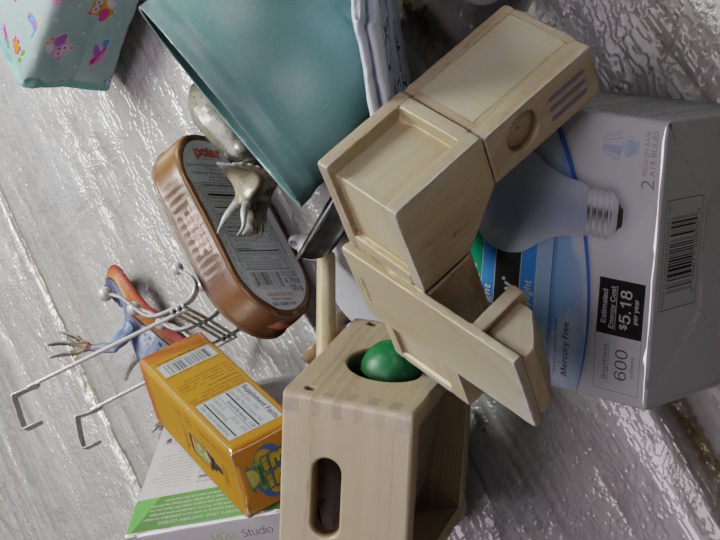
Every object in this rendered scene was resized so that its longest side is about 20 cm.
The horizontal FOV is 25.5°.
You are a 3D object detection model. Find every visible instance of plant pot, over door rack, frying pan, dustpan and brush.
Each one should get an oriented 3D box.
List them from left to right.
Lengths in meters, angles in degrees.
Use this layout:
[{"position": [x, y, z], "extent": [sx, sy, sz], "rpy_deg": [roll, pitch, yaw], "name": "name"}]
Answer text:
[{"position": [-0.211, 0.071, 1.428], "extent": [0.200, 0.148, 0.067], "rpy_deg": [-37, 70, 4], "name": "over door rack"}, {"position": [-0.060, -0.170, 1.249], "extent": [0.134, 0.200, 0.200], "rpy_deg": [-40, 62, -3], "name": "plant pot"}, {"position": [-0.009, -0.070, 1.271], "extent": [0.031, 0.190, 0.115], "rpy_deg": [31, 116, -3], "name": "frying pan"}, {"position": [0.000, 0.000, 1.324], "extent": [0.199, 0.057, 0.140], "rpy_deg": [10, 129, 40], "name": "dustpan and brush"}]

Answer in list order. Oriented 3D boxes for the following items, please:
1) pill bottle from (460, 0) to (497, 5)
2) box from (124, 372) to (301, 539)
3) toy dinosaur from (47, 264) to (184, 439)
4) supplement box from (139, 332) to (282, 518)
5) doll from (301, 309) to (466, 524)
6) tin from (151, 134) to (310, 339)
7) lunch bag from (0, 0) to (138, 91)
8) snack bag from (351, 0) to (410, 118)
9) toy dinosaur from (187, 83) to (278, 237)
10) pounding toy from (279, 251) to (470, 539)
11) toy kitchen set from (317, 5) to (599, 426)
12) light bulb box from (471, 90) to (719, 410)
[{"position": [0.031, -0.277, 1.228], "extent": [0.199, 0.113, 0.114], "rpy_deg": [28, 115, 39], "name": "pill bottle"}, {"position": [-0.109, 0.163, 1.350], "extent": [0.143, 0.200, 0.037], "rpy_deg": [-11, 117, 14], "name": "box"}, {"position": [-0.194, 0.072, 1.557], "extent": [0.199, 0.105, 0.183], "rpy_deg": [-15, 75, 11], "name": "toy dinosaur"}, {"position": [-0.114, 0.123, 1.316], "extent": [0.200, 0.068, 0.067], "rpy_deg": [38, 146, 56], "name": "supplement box"}, {"position": [0.027, 0.133, 1.343], "extent": [0.200, 0.048, 0.137], "rpy_deg": [54, 139, 21], "name": "doll"}, {"position": [-0.112, -0.033, 1.410], "extent": [0.042, 0.112, 0.201], "rpy_deg": [-37, 71, 25], "name": "tin"}, {"position": [-0.301, -0.300, 1.547], "extent": [0.200, 0.121, 0.171], "rpy_deg": [55, 132, 33], "name": "lunch bag"}, {"position": [0.016, -0.153, 1.116], "extent": [0.201, 0.021, 0.189], "rpy_deg": [-90, -10, -47], "name": "snack bag"}, {"position": [-0.105, -0.130, 1.392], "extent": [0.077, 0.102, 0.201], "rpy_deg": [-43, 68, 39], "name": "toy dinosaur"}, {"position": [0.000, 0.113, 1.215], "extent": [0.141, 0.184, 0.201], "rpy_deg": [9, 111, 18], "name": "pounding toy"}, {"position": [0.109, -0.021, 1.049], "extent": [0.163, 0.180, 0.201], "rpy_deg": [35, 158, 39], "name": "toy kitchen set"}, {"position": [0.160, -0.026, 1.134], "extent": [0.199, 0.124, 0.200], "rpy_deg": [12, 105, 42], "name": "light bulb box"}]
